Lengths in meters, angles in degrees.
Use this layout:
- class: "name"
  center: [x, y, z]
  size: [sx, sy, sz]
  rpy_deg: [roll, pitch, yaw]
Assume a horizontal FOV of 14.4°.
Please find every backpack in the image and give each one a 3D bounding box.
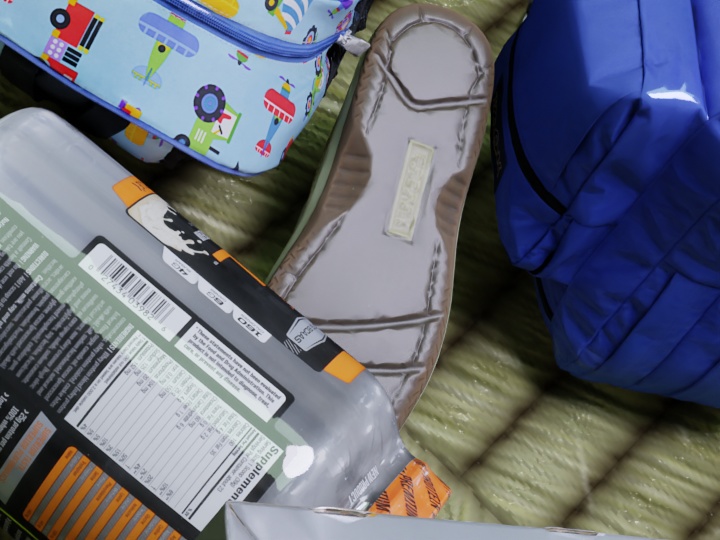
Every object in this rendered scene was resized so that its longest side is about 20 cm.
- class: "backpack"
  center: [-0.076, -0.125, 1.040]
  size: [0.182, 0.135, 0.200]
  rpy_deg: [33, 16, -6]
- class: "backpack"
  center: [0.132, -0.049, 1.113]
  size: [0.167, 0.200, 0.163]
  rpy_deg: [12, 56, -11]

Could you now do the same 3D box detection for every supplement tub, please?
- class: "supplement tub"
  center: [-0.074, 0.049, 0.971]
  size: [0.200, 0.123, 0.123]
  rpy_deg: [40, 48, 3]

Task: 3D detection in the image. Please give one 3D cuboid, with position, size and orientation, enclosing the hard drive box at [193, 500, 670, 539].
- class: "hard drive box"
  center: [-0.008, 0.155, 0.890]
  size: [0.155, 0.200, 0.077]
  rpy_deg: [8, 55, -26]

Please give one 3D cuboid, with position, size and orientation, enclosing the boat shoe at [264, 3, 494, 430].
- class: "boat shoe"
  center: [0.000, 0.000, 1.087]
  size: [0.071, 0.076, 0.201]
  rpy_deg: [25, 73, -9]

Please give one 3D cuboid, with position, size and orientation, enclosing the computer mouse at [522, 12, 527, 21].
- class: "computer mouse"
  center: [0.129, -0.137, 1.272]
  size: [0.109, 0.044, 0.201]
  rpy_deg: [32, 49, -9]
